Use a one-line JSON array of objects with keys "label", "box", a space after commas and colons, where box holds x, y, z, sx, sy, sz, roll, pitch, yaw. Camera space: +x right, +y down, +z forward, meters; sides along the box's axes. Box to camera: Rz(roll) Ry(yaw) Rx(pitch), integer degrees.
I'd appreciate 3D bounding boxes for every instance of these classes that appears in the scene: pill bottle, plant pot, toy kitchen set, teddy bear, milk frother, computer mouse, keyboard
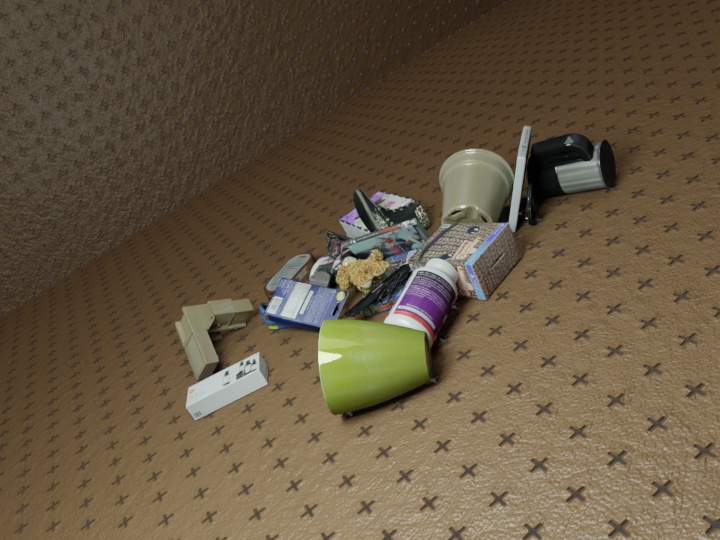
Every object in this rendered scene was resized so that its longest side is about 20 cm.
[{"label": "pill bottle", "box": [0.135, 0.073, 1.445, 0.111, 0.113, 0.201, -2, 44, 43]}, {"label": "plant pot", "box": [0.283, -0.169, 1.712, 0.198, 0.201, 0.185, -12, 40, 30]}, {"label": "toy kitchen set", "box": [-0.385, 0.202, 1.836, 0.198, 0.182, 0.164, -7, -34, -39]}, {"label": "teddy bear", "box": [0.000, 0.000, 1.718, 0.145, 0.067, 0.200, -41, 18, 3]}, {"label": "plant pot", "box": [0.037, 0.178, 1.331, 0.196, 0.190, 0.188, -8, 29, 11]}, {"label": "milk frother", "box": [0.495, -0.209, 1.638, 0.186, 0.179, 0.204, -6, 76, 39]}, {"label": "computer mouse", "box": [-0.093, -0.003, 1.826, 0.058, 0.034, 0.203, 11, 63, 14]}, {"label": "keyboard", "box": [0.054, 0.055, 1.618, 0.199, 0.040, 0.104, -40, 5, -18]}]

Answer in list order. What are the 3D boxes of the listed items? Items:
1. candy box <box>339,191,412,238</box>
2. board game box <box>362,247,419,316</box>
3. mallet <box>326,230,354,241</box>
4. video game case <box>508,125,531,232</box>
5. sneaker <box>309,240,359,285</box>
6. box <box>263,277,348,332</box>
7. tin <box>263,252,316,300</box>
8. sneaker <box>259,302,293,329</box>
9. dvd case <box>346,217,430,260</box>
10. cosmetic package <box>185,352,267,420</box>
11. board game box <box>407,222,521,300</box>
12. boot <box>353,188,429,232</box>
[{"label": "candy box", "box": [0.055, -0.153, 2.022, 0.167, 0.072, 0.199, -36, 26, -15]}, {"label": "board game box", "box": [0.082, 0.026, 1.702, 0.134, 0.035, 0.201, -17, 28, 24]}, {"label": "mallet", "box": [-0.015, -0.084, 1.866, 0.198, 0.066, 0.041, 21, 66, 27]}, {"label": "video game case", "box": [0.393, -0.227, 1.677, 0.023, 0.203, 0.183, 9, 36, 13]}, {"label": "sneaker", "box": [-0.060, -0.010, 1.873, 0.085, 0.081, 0.201, 12, 52, 40]}, {"label": "box", "box": [-0.135, 0.090, 1.730, 0.197, 0.033, 0.122, 10, 55, 23]}, {"label": "tin", "box": [-0.207, 0.016, 2.019, 0.111, 0.042, 0.200, 0, 37, 39]}, {"label": "sneaker", "box": [-0.183, 0.102, 1.785, 0.197, 0.079, 0.066, -10, 28, 30]}, {"label": "dvd case", "box": [0.082, -0.065, 1.759, 0.197, 0.146, 0.022, -18, 57, 21]}, {"label": "cosmetic package", "box": [-0.320, 0.276, 1.631, 0.198, 0.051, 0.083, -27, 24, 3]}, {"label": "board game box", "box": [0.238, -0.025, 1.566, 0.198, 0.098, 0.159, 3, 40, 49]}, {"label": "boot", "box": [0.085, -0.162, 1.890, 0.153, 0.205, 0.074, -32, -6, -18]}]
